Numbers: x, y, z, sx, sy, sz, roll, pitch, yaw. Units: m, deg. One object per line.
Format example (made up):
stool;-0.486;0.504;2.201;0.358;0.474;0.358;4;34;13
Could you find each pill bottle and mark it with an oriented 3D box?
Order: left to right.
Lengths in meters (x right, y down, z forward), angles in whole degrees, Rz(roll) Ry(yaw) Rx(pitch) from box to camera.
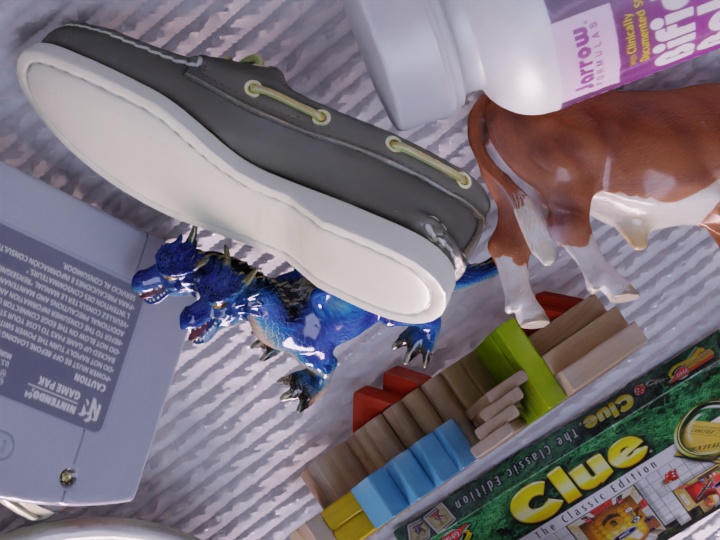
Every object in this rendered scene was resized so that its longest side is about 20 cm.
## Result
pill bottle;0.094;-0.129;0.907;0.200;0.112;0.112;-21;132;-3

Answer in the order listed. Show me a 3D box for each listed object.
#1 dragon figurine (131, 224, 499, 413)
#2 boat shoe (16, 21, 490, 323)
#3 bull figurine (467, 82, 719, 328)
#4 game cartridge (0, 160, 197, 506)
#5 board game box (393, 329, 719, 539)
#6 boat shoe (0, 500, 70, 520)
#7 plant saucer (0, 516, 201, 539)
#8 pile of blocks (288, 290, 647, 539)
dragon figurine;0.000;0.000;0.987;0.200;0.059;0.099;-20;146;-15
boat shoe;-0.044;-0.050;0.917;0.202;0.060;0.072;28;151;5
bull figurine;0.146;-0.039;1.012;0.200;0.122;0.065;-2;162;-9
game cartridge;-0.159;0.023;0.929;0.200;0.042;0.133;28;79;-44
board game box;0.127;0.118;1.183;0.200;0.023;0.105;-33;129;8
boat shoe;-0.192;0.056;0.987;0.063;0.071;0.200;-42;134;19
plant saucer;-0.151;0.183;1.114;0.200;0.050;0.200;-11;132;-12
pile of blocks;0.039;0.066;1.074;0.200;0.062;0.082;-36;173;7
